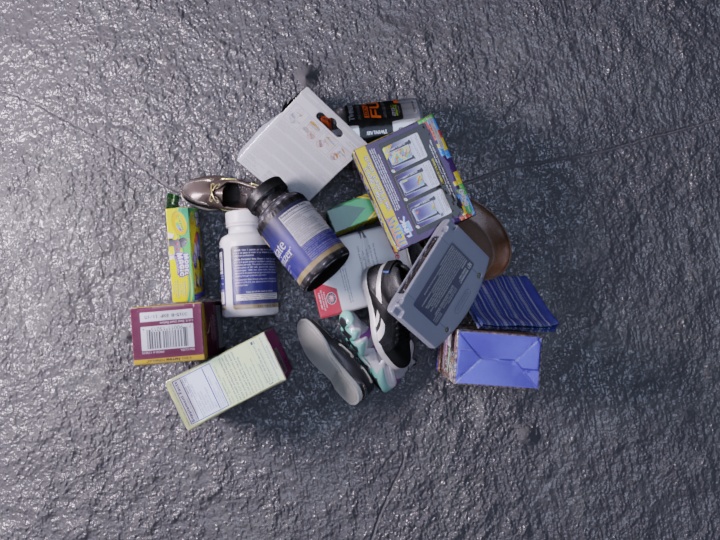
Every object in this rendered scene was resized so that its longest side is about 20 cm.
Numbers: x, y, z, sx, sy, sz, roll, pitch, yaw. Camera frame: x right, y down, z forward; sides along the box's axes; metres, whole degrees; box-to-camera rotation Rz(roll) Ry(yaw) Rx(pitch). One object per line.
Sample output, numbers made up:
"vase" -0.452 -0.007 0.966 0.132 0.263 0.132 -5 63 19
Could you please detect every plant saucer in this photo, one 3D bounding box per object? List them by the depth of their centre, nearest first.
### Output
"plant saucer" 0.201 -0.059 1.304 0.197 0.037 0.203 12 54 -16

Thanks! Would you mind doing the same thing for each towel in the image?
"towel" 0.280 0.057 1.287 0.197 0.024 0.146 5 43 -29

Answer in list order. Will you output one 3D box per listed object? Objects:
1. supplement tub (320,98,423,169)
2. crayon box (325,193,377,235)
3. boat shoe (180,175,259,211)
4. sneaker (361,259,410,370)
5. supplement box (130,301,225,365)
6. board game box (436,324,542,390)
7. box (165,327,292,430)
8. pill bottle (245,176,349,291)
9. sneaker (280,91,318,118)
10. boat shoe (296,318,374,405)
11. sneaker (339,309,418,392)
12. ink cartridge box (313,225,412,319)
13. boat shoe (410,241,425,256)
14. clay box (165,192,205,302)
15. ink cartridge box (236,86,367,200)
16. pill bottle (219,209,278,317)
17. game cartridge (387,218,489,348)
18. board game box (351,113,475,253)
"supplement tub" 0.023 -0.267 1.313 0.197 0.123 0.125 -8 88 -4
"crayon box" 0.030 -0.124 1.307 0.197 0.127 0.051 -22 89 -5
"boat shoe" -0.265 -0.151 1.322 0.197 0.060 0.073 9 89 2
"sneaker" 0.073 0.081 1.219 0.073 0.111 0.203 -18 90 -45
"supplement box" -0.335 0.113 1.242 0.129 0.200 0.105 -5 88 -3
"board game box" 0.239 0.160 1.269 0.157 0.200 0.099 5 89 -3
"box" -0.240 0.198 1.256 0.198 0.176 0.098 -26 89 -4
"pill bottle" -0.120 -0.071 1.227 0.112 0.112 0.201 -39 81 -3
"sneaker" -0.135 -0.256 1.310 0.076 0.111 0.202 23 87 -2
"boat shoe" -0.049 0.172 1.324 0.060 0.074 0.200 -27 69 -43
"sneaker" 0.050 0.127 1.311 0.139 0.078 0.201 -36 121 -12
"ink cartridge box" 0.000 0.000 1.321 0.197 0.084 0.147 -14 88 -2
"boat shoe" 0.186 -0.015 1.338 0.199 0.070 0.071 40 86 -1
"clay box" -0.336 -0.046 1.281 0.047 0.115 0.204 -3 94 -4
"ink cartridge box" -0.110 -0.230 1.257 0.162 0.057 0.200 38 112 -25
"pill bottle" -0.218 -0.013 1.297 0.109 0.111 0.204 -3 88 -3
"game cartridge" 0.145 0.028 1.182 0.133 0.041 0.201 42 73 -28
"board game box" 0.096 -0.157 1.220 0.163 0.057 0.202 -24 92 -3
